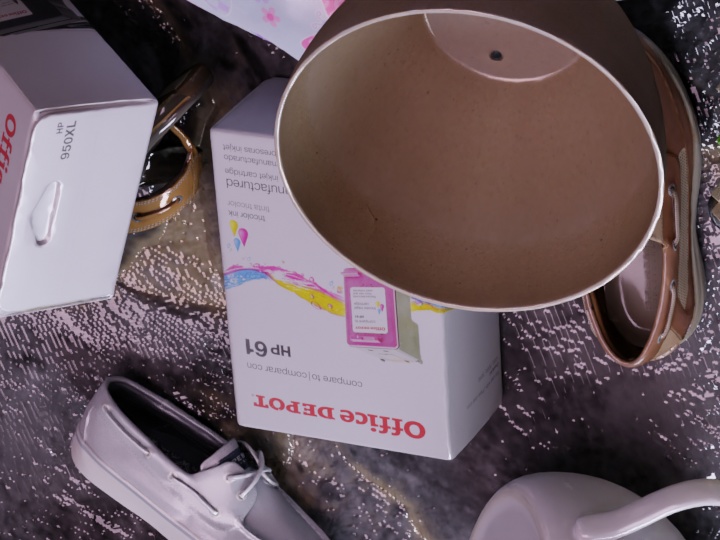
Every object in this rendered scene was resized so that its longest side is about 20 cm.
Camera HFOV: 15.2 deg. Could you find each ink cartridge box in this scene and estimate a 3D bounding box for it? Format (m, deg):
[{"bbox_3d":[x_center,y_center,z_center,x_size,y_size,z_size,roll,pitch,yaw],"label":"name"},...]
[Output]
[{"bbox_3d":[0.000,0.000,1.583,0.144,0.085,0.200,8,120,23],"label":"ink cartridge box"},{"bbox_3d":[-0.211,-0.089,1.588,0.200,0.084,0.145,48,135,39],"label":"ink cartridge box"}]

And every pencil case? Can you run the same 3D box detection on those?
[{"bbox_3d":[-0.047,-0.166,1.521,0.200,0.083,0.091,31,140,9],"label":"pencil case"}]

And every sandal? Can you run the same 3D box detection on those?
[{"bbox_3d":[-0.129,-0.048,1.628,0.055,0.082,0.200,32,126,-2],"label":"sandal"}]

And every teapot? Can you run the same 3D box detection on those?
[{"bbox_3d":[0.149,0.210,1.582,0.146,0.200,0.198,6,90,-16],"label":"teapot"}]

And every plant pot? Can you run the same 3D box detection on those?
[{"bbox_3d":[0.067,-0.096,1.405,0.200,0.135,0.201,8,134,9],"label":"plant pot"}]

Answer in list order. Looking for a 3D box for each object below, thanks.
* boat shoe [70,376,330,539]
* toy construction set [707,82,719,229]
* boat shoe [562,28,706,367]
[{"bbox_3d":[-0.091,0.135,1.718,0.200,0.072,0.069,35,126,17],"label":"boat shoe"},{"bbox_3d":[0.258,-0.046,1.410,0.200,0.092,0.131,42,96,3],"label":"toy construction set"},{"bbox_3d":[0.148,-0.039,1.493,0.076,0.072,0.200,-4,112,28],"label":"boat shoe"}]
